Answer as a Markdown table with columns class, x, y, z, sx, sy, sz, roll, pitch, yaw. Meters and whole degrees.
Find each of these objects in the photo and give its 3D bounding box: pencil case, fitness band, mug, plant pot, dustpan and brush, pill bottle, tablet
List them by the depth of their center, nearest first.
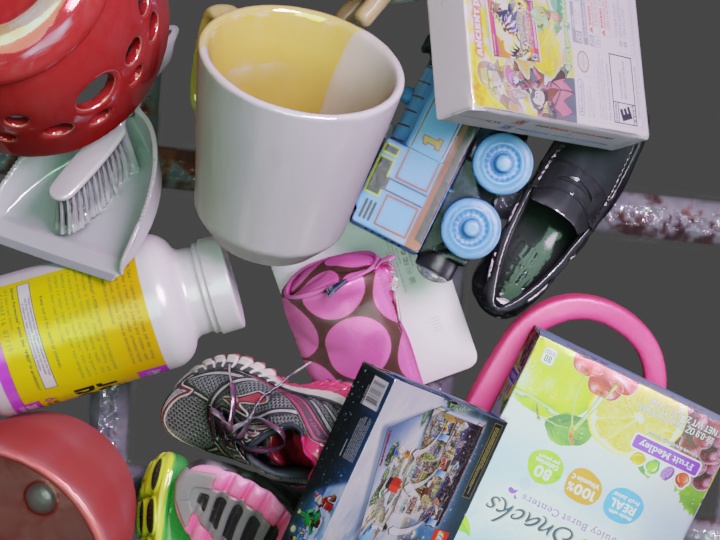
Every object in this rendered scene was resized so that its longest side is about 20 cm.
| class | x | y | z | sx | sy | sz | roll | pitch | yaw |
| --- | --- | --- | --- | --- | --- | --- | --- | --- | --- |
| plant pot | -0.245 | -0.196 | 1.546 | 0.199 | 0.183 | 0.202 | -1 | 80 | 3 |
| mug | -0.055 | -0.099 | 1.587 | 0.149 | 0.187 | 0.154 | 10 | 125 | -6 |
| plant pot | -0.255 | 0.194 | 1.599 | 0.199 | 0.177 | 0.202 | 2 | 103 | 9 |
| dustpan and brush | -0.186 | -0.098 | 1.633 | 0.139 | 0.057 | 0.200 | 17 | 59 | 32 |
| pill bottle | -0.191 | 0.035 | 1.633 | 0.199 | 0.104 | 0.105 | -16 | 96 | 0 |
| pencil case | 0.013 | 0.087 | 1.641 | 0.093 | 0.091 | 0.201 | -18 | 106 | 9 |
| tablet | 0.000 | 0.000 | 1.682 | 0.130 | 0.014 | 0.201 | -19 | 96 | 0 |
| fitness band | 0.154 | 0.116 | 1.688 | 0.143 | 0.037 | 0.201 | 29 | 93 | -4 |

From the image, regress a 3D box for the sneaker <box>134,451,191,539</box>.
| class | x | y | z | sx | sy | sz | roll | pitch | yaw |
| --- | --- | --- | --- | --- | --- | --- | --- | --- | --- |
| sneaker | -0.124 | 0.233 | 1.681 | 0.083 | 0.074 | 0.201 | -14 | 99 | -18 |

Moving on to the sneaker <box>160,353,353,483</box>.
| class | x | y | z | sx | sy | sz | roll | pitch | yaw |
| --- | --- | --- | --- | --- | --- | --- | --- | --- | --- |
| sneaker | -0.077 | 0.113 | 1.620 | 0.199 | 0.075 | 0.081 | 2 | 115 | 41 |

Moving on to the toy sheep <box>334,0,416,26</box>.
| class | x | y | z | sx | sy | sz | roll | pitch | yaw |
| --- | --- | --- | --- | --- | --- | --- | --- | --- | --- |
| toy sheep | 0.007 | -0.256 | 1.600 | 0.138 | 0.138 | 0.200 | -45 | 110 | 3 |

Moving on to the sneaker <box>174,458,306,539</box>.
| class | x | y | z | sx | sy | sz | roll | pitch | yaw |
| --- | --- | --- | --- | --- | --- | --- | --- | --- | --- |
| sneaker | -0.052 | 0.193 | 1.660 | 0.199 | 0.096 | 0.079 | 29 | 113 | -15 |

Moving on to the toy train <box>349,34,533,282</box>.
| class | x | y | z | sx | sy | sz | roll | pitch | yaw |
| --- | --- | --- | --- | --- | --- | --- | --- | --- | --- |
| toy train | 0.073 | -0.094 | 1.634 | 0.114 | 0.087 | 0.201 | 26 | 90 | -3 |

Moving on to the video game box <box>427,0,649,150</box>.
| class | x | y | z | sx | sy | sz | roll | pitch | yaw |
| --- | --- | --- | --- | --- | --- | --- | --- | --- | --- |
| video game box | 0.125 | -0.195 | 1.574 | 0.182 | 0.047 | 0.201 | 8 | 73 | -42 |

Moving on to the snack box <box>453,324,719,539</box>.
| class | x | y | z | sx | sy | sz | roll | pitch | yaw |
| --- | --- | --- | --- | --- | --- | --- | --- | --- | --- |
| snack box | 0.163 | 0.169 | 1.643 | 0.168 | 0.068 | 0.201 | 25 | 96 | -2 |

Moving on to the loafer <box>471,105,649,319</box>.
| class | x | y | z | sx | sy | sz | roll | pitch | yaw |
| --- | --- | --- | --- | --- | --- | --- | --- | --- | --- |
| loafer | 0.156 | -0.048 | 1.653 | 0.068 | 0.070 | 0.201 | 34 | 94 | -6 |

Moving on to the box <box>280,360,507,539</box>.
| class | x | y | z | sx | sy | sz | roll | pitch | yaw |
| --- | --- | --- | --- | --- | --- | --- | --- | --- | --- |
| box | 0.014 | 0.177 | 1.565 | 0.136 | 0.038 | 0.201 | 24 | 91 | -47 |
